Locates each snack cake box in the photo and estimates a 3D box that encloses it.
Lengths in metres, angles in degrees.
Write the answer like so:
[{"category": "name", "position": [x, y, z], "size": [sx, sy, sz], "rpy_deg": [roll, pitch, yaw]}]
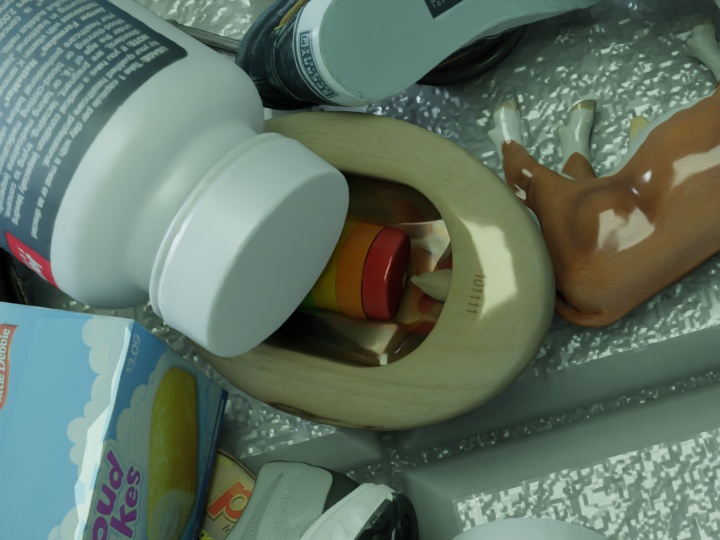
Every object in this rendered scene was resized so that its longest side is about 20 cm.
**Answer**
[{"category": "snack cake box", "position": [-0.123, 0.126, 0.853], "size": [0.067, 0.115, 0.200], "rpy_deg": [7, 74, 18]}]

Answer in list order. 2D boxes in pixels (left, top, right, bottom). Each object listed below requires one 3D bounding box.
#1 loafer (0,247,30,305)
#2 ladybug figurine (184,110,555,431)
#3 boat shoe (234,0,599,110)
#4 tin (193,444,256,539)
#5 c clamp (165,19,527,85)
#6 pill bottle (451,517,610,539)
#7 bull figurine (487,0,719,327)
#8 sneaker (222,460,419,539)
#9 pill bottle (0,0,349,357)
[{"category": "loafer", "position": [-0.199, -0.003, 0.954], "size": [0.073, 0.071, 0.200], "rpy_deg": [-28, 86, -19]}, {"category": "ladybug figurine", "position": [0.000, 0.000, 0.912], "size": [0.200, 0.072, 0.136], "rpy_deg": [16, 93, 30]}, {"category": "boat shoe", "position": [0.036, -0.132, 0.941], "size": [0.200, 0.091, 0.071], "rpy_deg": [-29, 105, -27]}, {"category": "tin", "position": [-0.051, 0.158, 0.904], "size": [0.200, 0.042, 0.112], "rpy_deg": [41, 91, 24]}, {"category": "c clamp", "position": [0.018, -0.172, 1.002], "size": [0.171, 0.027, 0.200], "rpy_deg": [26, 81, 23]}, {"category": "pill bottle", "position": [0.063, 0.200, 0.791], "size": [0.113, 0.113, 0.200], "rpy_deg": [-5, 48, 15]}, {"category": "bull figurine", "position": [0.156, -0.057, 0.901], "size": [0.200, 0.065, 0.121], "rpy_deg": [-30, 62, 2]}, {"category": "sneaker", "position": [-0.054, 0.168, 0.849], "size": [0.079, 0.074, 0.200], "rpy_deg": [23, 73, 31]}, {"category": "pill bottle", "position": [-0.110, -0.054, 0.865], "size": [0.200, 0.120, 0.120], "rpy_deg": [34, 84, 20]}]
